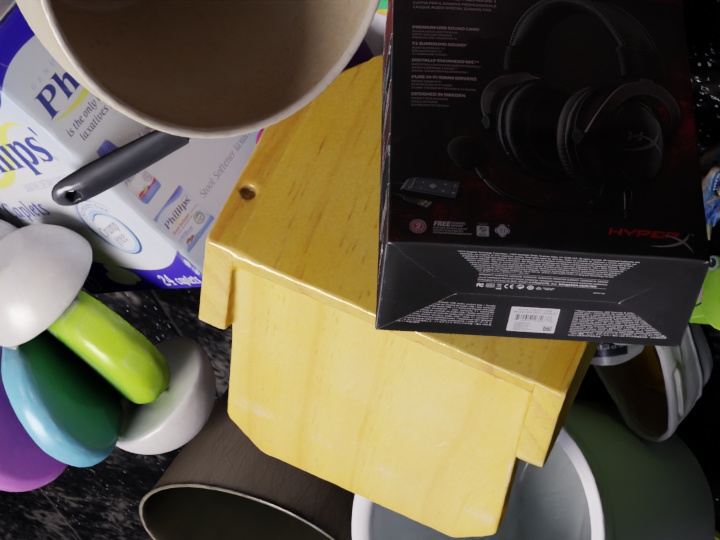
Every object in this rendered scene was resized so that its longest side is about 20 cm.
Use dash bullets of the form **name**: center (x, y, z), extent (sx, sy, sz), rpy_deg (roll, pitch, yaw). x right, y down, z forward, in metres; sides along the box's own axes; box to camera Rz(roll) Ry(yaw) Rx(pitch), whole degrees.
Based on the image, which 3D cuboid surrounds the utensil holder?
- **utensil holder**: center (0.117, 0.160, 1.181), extent (0.170, 0.171, 0.200), rpy_deg (7, 179, 32)

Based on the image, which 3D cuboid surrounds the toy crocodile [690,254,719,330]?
- **toy crocodile**: center (0.246, 0.001, 1.025), extent (0.067, 0.062, 0.200), rpy_deg (5, 169, -33)

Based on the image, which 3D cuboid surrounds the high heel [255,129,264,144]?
- **high heel**: center (0.000, 0.000, 1.105), extent (0.096, 0.067, 0.201), rpy_deg (2, 111, 52)

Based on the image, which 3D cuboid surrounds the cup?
- **cup**: center (-0.104, -0.176, 0.954), extent (0.143, 0.200, 0.200), rpy_deg (20, 154, 55)

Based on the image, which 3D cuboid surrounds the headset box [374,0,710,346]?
- **headset box**: center (0.084, -0.068, 0.916), extent (0.148, 0.201, 0.077), rpy_deg (4, 145, -2)

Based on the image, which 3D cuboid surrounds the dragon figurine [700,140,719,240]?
- **dragon figurine**: center (0.122, -0.033, 1.033), extent (0.200, 0.059, 0.100), rpy_deg (-36, 94, 31)

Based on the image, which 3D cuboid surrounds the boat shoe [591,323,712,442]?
- **boat shoe**: center (0.154, 0.025, 1.117), extent (0.071, 0.070, 0.200), rpy_deg (4, 138, 34)

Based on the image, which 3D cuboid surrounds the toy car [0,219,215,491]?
- **toy car**: center (-0.206, 0.067, 1.188), extent (0.200, 0.150, 0.175), rpy_deg (7, 148, 51)

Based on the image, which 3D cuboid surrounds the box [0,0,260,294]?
- **box**: center (-0.172, -0.087, 1.161), extent (0.200, 0.105, 0.184), rpy_deg (44, 156, -22)

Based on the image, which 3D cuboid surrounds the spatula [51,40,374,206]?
- **spatula**: center (-0.084, -0.079, 1.043), extent (0.199, 0.021, 0.057), rpy_deg (-23, 137, 13)

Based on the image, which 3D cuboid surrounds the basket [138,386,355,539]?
- **basket**: center (-0.031, 0.107, 1.262), extent (0.180, 0.200, 0.136), rpy_deg (-4, 135, 41)

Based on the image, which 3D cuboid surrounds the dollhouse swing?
- **dollhouse swing**: center (0.033, 0.018, 1.027), extent (0.199, 0.182, 0.176), rpy_deg (22, 158, 12)

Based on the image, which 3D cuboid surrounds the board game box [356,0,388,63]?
- **board game box**: center (0.000, -0.113, 1.082), extent (0.134, 0.034, 0.200), rpy_deg (7, 142, 32)

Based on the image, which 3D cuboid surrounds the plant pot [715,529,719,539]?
- **plant pot**: center (0.195, 0.294, 1.383), extent (0.200, 0.201, 0.193), rpy_deg (22, 160, 11)
